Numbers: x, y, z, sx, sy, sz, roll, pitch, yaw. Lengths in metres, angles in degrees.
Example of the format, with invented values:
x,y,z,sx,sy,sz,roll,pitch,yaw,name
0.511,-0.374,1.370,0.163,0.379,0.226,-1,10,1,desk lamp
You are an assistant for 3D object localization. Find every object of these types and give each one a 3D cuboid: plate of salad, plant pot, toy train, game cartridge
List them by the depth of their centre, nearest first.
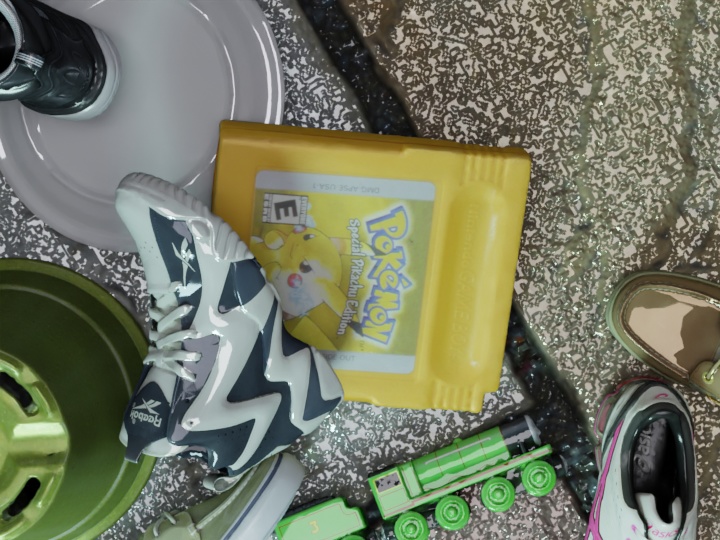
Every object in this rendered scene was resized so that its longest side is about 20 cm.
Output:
x,y,z,sx,sy,sz,roll,pitch,yaw,name
-0.229,0.096,1.357,0.198,0.190,0.202,0,93,1,plant pot
0.000,0.000,1.402,0.198,0.032,0.178,5,109,-5,game cartridge
-0.144,-0.112,1.418,0.198,0.048,0.202,0,90,9,plate of salad
0.037,0.149,1.436,0.199,0.042,0.057,-22,82,1,toy train

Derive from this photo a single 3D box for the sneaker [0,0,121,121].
x,y,z,sx,sy,sz,roll,pitch,yaw,name
-0.250,-0.154,1.359,0.199,0.114,0.076,23,93,23,sneaker

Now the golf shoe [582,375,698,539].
x,y,z,sx,sy,sz,roll,pitch,yaw,name
0.178,0.171,1.410,0.072,0.092,0.202,0,94,-1,golf shoe

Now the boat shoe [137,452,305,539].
x,y,z,sx,sy,sz,roll,pitch,yaw,name
-0.116,0.188,1.421,0.062,0.072,0.200,41,95,-4,boat shoe

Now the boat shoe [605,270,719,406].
x,y,z,sx,sy,sz,roll,pitch,yaw,name
0.253,0.058,1.416,0.199,0.066,0.074,24,93,-1,boat shoe

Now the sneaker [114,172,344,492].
x,y,z,sx,sy,sz,roll,pitch,yaw,name
-0.111,0.049,1.333,0.130,0.079,0.200,-45,120,-20,sneaker
